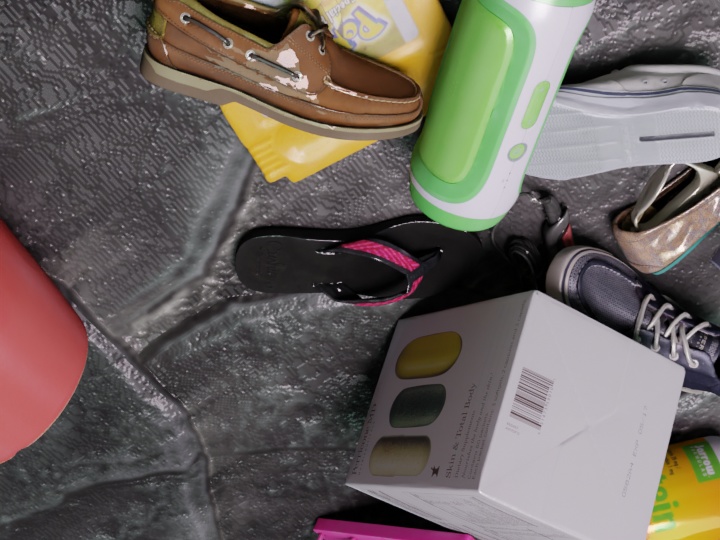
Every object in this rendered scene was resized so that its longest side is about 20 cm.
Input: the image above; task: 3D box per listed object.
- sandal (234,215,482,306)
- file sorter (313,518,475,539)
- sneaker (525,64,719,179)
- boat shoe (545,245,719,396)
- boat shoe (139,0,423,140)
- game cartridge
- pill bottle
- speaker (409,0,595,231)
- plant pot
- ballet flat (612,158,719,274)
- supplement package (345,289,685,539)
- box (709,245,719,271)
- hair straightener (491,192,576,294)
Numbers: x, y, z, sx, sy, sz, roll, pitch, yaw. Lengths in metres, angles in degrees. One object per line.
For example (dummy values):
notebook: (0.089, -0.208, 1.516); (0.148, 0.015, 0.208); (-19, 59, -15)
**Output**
sandal: (0.000, 0.000, 0.931); (0.198, 0.045, 0.076); (-3, 122, -6)
file sorter: (0.042, 0.315, 1.031); (0.199, 0.126, 0.139); (-8, 136, 49)
sneaker: (0.181, -0.114, 0.872); (0.199, 0.071, 0.073); (3, 129, 16)
boat shoe: (0.239, 0.042, 0.941); (0.200, 0.092, 0.075); (31, 77, -37)
boat shoe: (-0.046, -0.141, 0.786); (0.199, 0.072, 0.068); (10, 123, -14)
game cartridge: (-0.034, -0.173, 0.826); (0.175, 0.033, 0.201); (-26, 121, 10)
pill bottle: (0.294, 0.214, 1.066); (0.199, 0.111, 0.112); (-13, 123, 1)
speaker: (0.093, -0.126, 0.798); (0.088, 0.089, 0.201); (8, 130, -12)
plant pot: (-0.307, 0.040, 0.842); (0.200, 0.201, 0.177); (-31, 130, 13)
ballet flat: (0.277, -0.077, 0.908); (0.067, 0.068, 0.200); (40, 108, -19)
supplement package: (0.115, 0.124, 0.907); (0.150, 0.200, 0.153); (26, 71, -22)
box: (0.410, -0.037, 0.880); (0.199, 0.123, 0.199); (7, 126, -39)
hair straightener: (0.154, 0.020, 0.965); (0.076, 0.041, 0.201); (-20, 124, 5)
